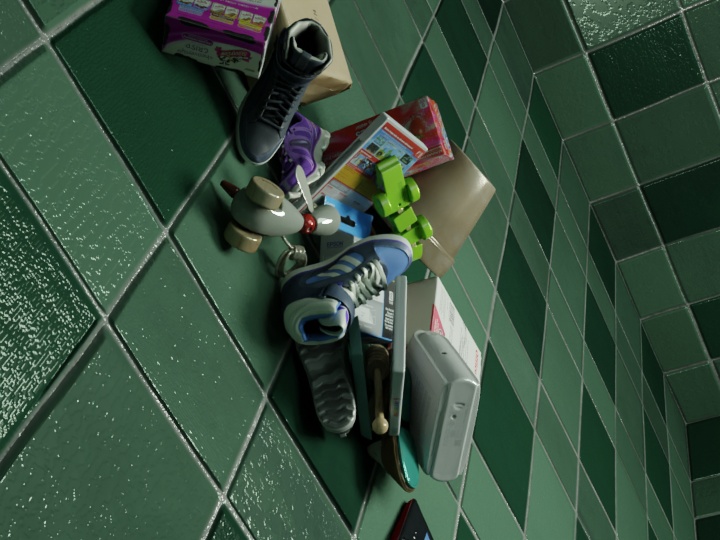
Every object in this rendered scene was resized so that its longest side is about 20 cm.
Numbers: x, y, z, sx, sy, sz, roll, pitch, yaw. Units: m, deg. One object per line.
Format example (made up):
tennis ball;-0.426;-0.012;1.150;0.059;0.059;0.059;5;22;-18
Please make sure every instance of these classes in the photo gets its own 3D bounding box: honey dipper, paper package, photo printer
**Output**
honey dipper;0.024;0.171;1.503;0.038;0.037;0.201;60;13;-23
paper package;-0.115;-0.369;1.625;0.190;0.102;0.204;-8;80;-66
photo printer;0.110;0.195;1.601;0.200;0.068;0.170;-125;-138;-65

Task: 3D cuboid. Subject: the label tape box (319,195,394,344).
label tape box;0.000;0.000;1.588;0.143;0.065;0.204;21;71;-58

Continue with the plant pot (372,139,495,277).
plant pot;0.131;-0.119;1.803;0.200;0.173;0.200;46;8;-8

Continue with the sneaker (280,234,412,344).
sneaker;-0.010;0.037;1.410;0.147;0.197;0.082;-110;-179;-57

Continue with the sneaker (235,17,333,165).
sneaker;-0.105;-0.246;1.437;0.076;0.146;0.206;23;83;-17

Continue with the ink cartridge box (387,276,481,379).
ink cartridge box;0.129;0.136;1.793;0.201;0.083;0.146;58;29;-36

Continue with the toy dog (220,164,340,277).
toy dog;-0.117;-0.083;1.418;0.096;0.132;0.200;46;4;27

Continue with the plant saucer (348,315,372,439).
plant saucer;-0.001;0.154;1.485;0.202;0.019;0.071;85;-2;-47

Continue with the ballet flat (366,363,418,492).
ballet flat;0.042;0.234;1.558;0.068;0.071;0.203;38;40;-52

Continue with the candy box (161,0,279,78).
candy box;-0.180;-0.354;1.429;0.202;0.134;0.062;-81;-172;-45

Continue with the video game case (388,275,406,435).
video game case;0.051;0.121;1.464;0.201;0.018;0.145;90;2;-58

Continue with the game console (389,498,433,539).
game console;0.096;0.463;1.561;0.203;0.031;0.177;67;24;-12

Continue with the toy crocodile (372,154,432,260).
toy crocodile;0.060;-0.090;1.640;0.062;0.067;0.202;44;-19;49

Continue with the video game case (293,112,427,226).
video game case;-0.001;-0.140;1.599;0.018;0.200;0.142;53;14;28

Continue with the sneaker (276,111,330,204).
sneaker;-0.102;-0.166;1.564;0.083;0.080;0.201;40;28;-22

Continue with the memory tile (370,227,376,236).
memory tile;0.010;0.008;1.727;0.156;0.017;0.200;67;24;-9

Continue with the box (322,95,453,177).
box;0.040;-0.196;1.705;0.095;0.197;0.102;-8;80;-76

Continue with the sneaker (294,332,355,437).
sneaker;-0.049;0.136;1.464;0.082;0.073;0.203;86;-3;-62
